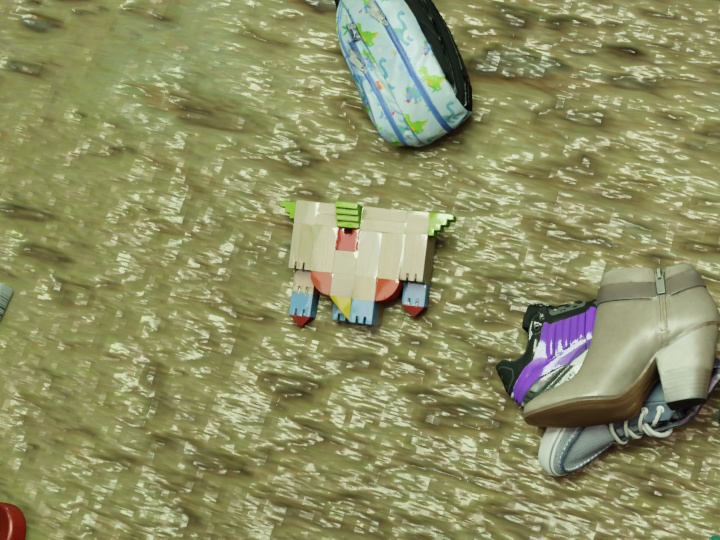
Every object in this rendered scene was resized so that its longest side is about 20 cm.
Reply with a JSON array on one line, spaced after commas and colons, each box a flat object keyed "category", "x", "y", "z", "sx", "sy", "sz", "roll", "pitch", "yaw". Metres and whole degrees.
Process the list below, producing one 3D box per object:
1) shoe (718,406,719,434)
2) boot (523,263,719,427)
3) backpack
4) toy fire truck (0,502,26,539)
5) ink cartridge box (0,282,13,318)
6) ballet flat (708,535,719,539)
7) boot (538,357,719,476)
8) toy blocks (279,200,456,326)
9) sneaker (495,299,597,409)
[{"category": "shoe", "x": 0.404, "y": 0.179, "z": 1.231, "sx": 0.091, "sy": 0.071, "sz": 0.200, "roll": 1, "pitch": 68, "yaw": 12}, {"category": "boot", "x": 0.254, "y": 0.071, "z": 1.220, "sx": 0.200, "sy": 0.070, "sz": 0.146, "roll": -8, "pitch": 64, "yaw": 12}, {"category": "backpack", "x": 0.049, "y": -0.237, "z": 1.382, "sx": 0.154, "sy": 0.163, "sz": 0.200, "roll": -42, "pitch": 78, "yaw": 6}, {"category": "toy fire truck", "x": -0.462, "y": 0.328, "z": 1.337, "sx": 0.168, "sy": 0.112, "sz": 0.200, "roll": -11, "pitch": 70, "yaw": 32}, {"category": "ink cartridge box", "x": -0.533, "y": 0.077, "z": 1.447, "sx": 0.200, "sy": 0.043, "sz": 0.197, "roll": 18, "pitch": 79, "yaw": 17}, {"category": "ballet flat", "x": 0.426, "y": 0.312, "z": 1.197, "sx": 0.200, "sy": 0.068, "sz": 0.075, "roll": 8, "pitch": 97, "yaw": 18}, {"category": "boot", "x": 0.273, "y": 0.143, "z": 1.248, "sx": 0.200, "sy": 0.073, "sz": 0.090, "roll": -48, "pitch": 42, "yaw": -6}, {"category": "toy blocks", "x": 0.000, "y": 0.000, "z": 1.354, "sx": 0.200, "sy": 0.100, "sz": 0.137, "roll": 6, "pitch": 87, "yaw": 13}, {"category": "sneaker", "x": 0.222, "y": 0.060, "z": 1.298, "sx": 0.200, "sy": 0.070, "sz": 0.100, "roll": -44, "pitch": 69, "yaw": -5}]
